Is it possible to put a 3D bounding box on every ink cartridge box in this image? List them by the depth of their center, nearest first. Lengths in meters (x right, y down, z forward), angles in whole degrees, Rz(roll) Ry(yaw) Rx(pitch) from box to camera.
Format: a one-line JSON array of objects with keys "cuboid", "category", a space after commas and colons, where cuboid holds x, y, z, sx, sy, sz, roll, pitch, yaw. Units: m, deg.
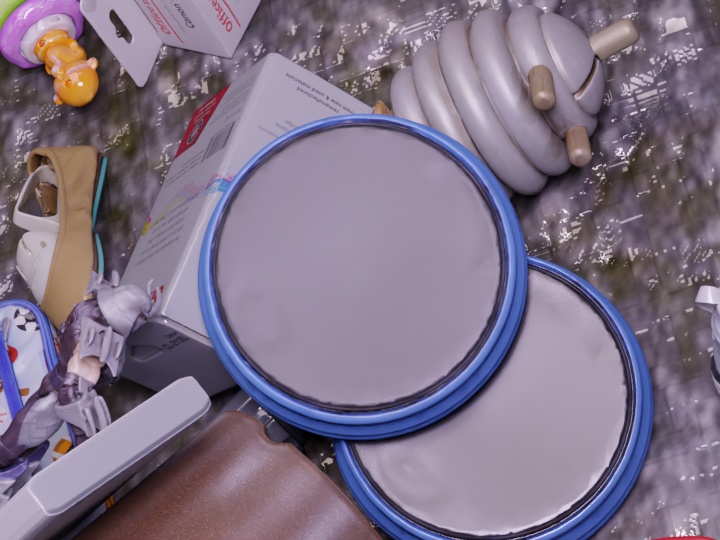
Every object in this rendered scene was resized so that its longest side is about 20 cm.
[{"cuboid": [-0.087, -0.023, 1.566, 0.146, 0.083, 0.200, -26, 39, 62], "category": "ink cartridge box"}, {"cuboid": [-0.116, -0.237, 1.731, 0.067, 0.116, 0.200, 14, 68, 30], "category": "ink cartridge box"}]

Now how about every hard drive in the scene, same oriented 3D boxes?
[{"cuboid": [-0.179, 0.138, 1.388, 0.132, 0.200, 0.027, -34, 85, -40], "category": "hard drive"}]

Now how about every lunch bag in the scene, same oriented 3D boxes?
[{"cuboid": [-0.249, 0.117, 1.601, 0.160, 0.076, 0.200, -25, 55, 6], "category": "lunch bag"}]

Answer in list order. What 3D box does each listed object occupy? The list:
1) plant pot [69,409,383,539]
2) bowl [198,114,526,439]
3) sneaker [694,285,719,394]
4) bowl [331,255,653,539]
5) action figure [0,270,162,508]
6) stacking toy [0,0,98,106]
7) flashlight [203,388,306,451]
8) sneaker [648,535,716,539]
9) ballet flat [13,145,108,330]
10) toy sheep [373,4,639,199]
[{"cuboid": [-0.094, 0.203, 1.417, 0.198, 0.200, 0.200, -44, 53, -16], "category": "plant pot"}, {"cuboid": [0.000, 0.000, 1.443, 0.201, 0.039, 0.201, -1, 78, 4], "category": "bowl"}, {"cuboid": [0.289, 0.049, 1.378, 0.200, 0.115, 0.075, 9, 65, 28], "category": "sneaker"}, {"cuboid": [0.078, 0.081, 1.459, 0.201, 0.039, 0.201, -2, 72, 7], "category": "bowl"}, {"cuboid": [-0.184, 0.078, 1.460, 0.200, 0.069, 0.130, -48, 8, 19], "category": "action figure"}, {"cuboid": [-0.249, -0.196, 1.785, 0.116, 0.110, 0.200, -44, 63, 13], "category": "stacking toy"}, {"cuboid": [-0.007, 0.055, 1.540, 0.200, 0.068, 0.068, -44, 87, -1], "category": "flashlight"}, {"cuboid": [0.130, 0.210, 1.348, 0.200, 0.116, 0.078, -37, 53, -1], "category": "sneaker"}, {"cuboid": [-0.210, -0.019, 1.645, 0.063, 0.069, 0.200, 10, 34, -12], "category": "ballet flat"}, {"cuboid": [0.092, -0.107, 1.551, 0.200, 0.138, 0.138, -23, 54, 14], "category": "toy sheep"}]
